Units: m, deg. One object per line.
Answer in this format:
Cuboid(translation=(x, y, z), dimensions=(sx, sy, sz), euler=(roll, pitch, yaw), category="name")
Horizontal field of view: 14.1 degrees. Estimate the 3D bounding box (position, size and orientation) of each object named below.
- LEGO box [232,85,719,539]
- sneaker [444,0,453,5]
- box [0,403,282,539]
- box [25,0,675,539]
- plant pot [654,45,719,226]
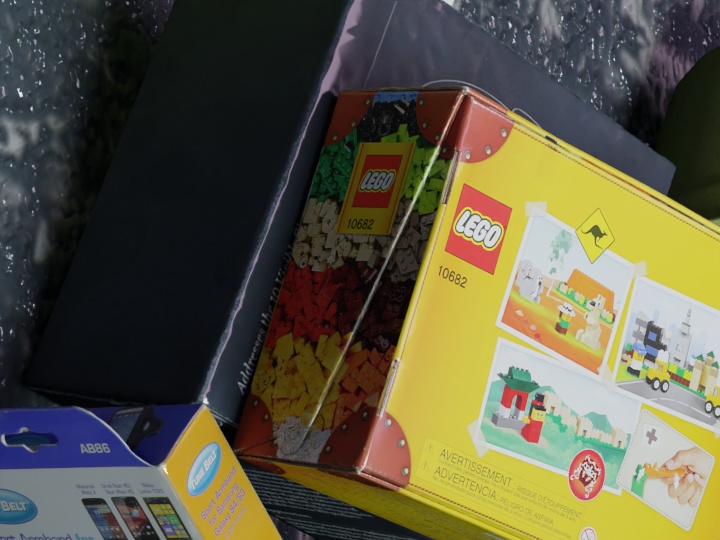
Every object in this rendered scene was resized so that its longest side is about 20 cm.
Cuboid(translation=(0.065, 0.035, 1.129), dimensions=(0.200, 0.077, 0.149), euler=(26, 75, -37), category="LEGO box")
Cuboid(translation=(-0.009, -0.122, 1.318), dimensions=(0.111, 0.077, 0.201), euler=(33, 66, -40), category="sneaker")
Cuboid(translation=(-0.080, 0.121, 1.127), dimensions=(0.042, 0.119, 0.200), euler=(-53, 128, -42), category="box")
Cuboid(translation=(0.000, 0.000, 1.201), dimensions=(0.196, 0.124, 0.201), euler=(32, 72, -38), category="box")
Cuboid(translation=(0.221, -0.023, 1.574), dimensions=(0.200, 0.199, 0.190), euler=(54, 31, -37), category="plant pot")
